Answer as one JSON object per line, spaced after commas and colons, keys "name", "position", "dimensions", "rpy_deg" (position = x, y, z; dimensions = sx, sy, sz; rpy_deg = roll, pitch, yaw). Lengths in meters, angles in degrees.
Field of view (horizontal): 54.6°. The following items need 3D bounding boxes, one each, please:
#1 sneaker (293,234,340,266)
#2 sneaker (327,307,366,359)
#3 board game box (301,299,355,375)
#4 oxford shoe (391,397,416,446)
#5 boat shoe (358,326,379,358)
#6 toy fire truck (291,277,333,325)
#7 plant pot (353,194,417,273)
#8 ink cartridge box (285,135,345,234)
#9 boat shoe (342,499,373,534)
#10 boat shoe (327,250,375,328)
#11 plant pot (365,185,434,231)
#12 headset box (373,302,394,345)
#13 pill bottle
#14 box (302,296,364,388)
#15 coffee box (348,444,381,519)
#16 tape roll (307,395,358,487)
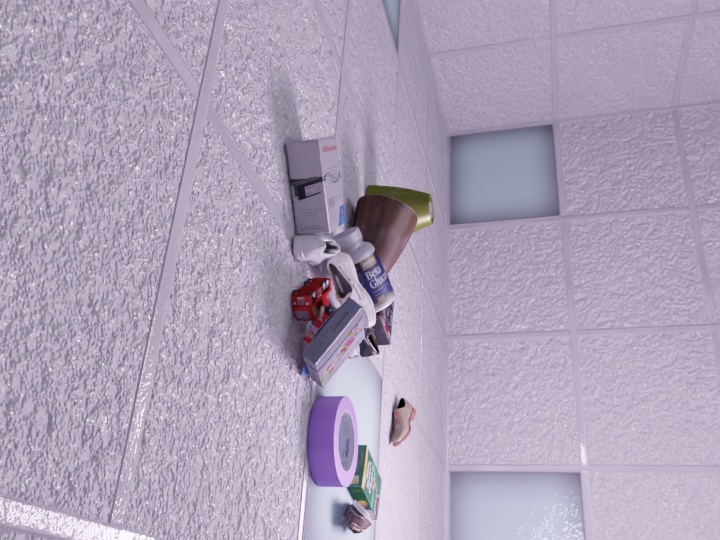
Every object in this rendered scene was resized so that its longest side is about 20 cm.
{"name": "sneaker", "position": [-0.082, -0.050, 1.591], "dimensions": [0.200, 0.087, 0.077], "rpy_deg": [-14, 99, -76]}
{"name": "sneaker", "position": [-0.022, 0.166, 1.775], "dimensions": [0.201, 0.084, 0.078], "rpy_deg": [67, 24, -53]}
{"name": "board game box", "position": [-0.082, 0.134, 1.521], "dimensions": [0.158, 0.039, 0.202], "rpy_deg": [-41, 160, -42]}
{"name": "oxford shoe", "position": [0.130, 0.510, 2.350], "dimensions": [0.075, 0.070, 0.201], "rpy_deg": [53, 26, -14]}
{"name": "boat shoe", "position": [0.008, 0.150, 1.934], "dimensions": [0.072, 0.066, 0.203], "rpy_deg": [-64, 146, -59]}
{"name": "toy fire truck", "position": [-0.097, 0.092, 1.575], "dimensions": [0.200, 0.048, 0.144], "rpy_deg": [-44, 132, -68]}
{"name": "plant pot", "position": [0.049, -0.080, 1.984], "dimensions": [0.187, 0.184, 0.203], "rpy_deg": [59, 46, -60]}
{"name": "ink cartridge box", "position": [-0.098, -0.194, 1.574], "dimensions": [0.145, 0.083, 0.204], "rpy_deg": [-44, 129, -72]}
{"name": "boat shoe", "position": [-0.010, 0.627, 1.756], "dimensions": [0.060, 0.072, 0.201], "rpy_deg": [-44, 161, -15]}
{"name": "boat shoe", "position": [-0.029, 0.057, 1.652], "dimensions": [0.069, 0.070, 0.202], "rpy_deg": [-43, 111, -51]}
{"name": "plant pot", "position": [0.130, -0.186, 2.223], "dimensions": [0.187, 0.196, 0.191], "rpy_deg": [-4, 90, -75]}
{"name": "headset box", "position": [0.047, 0.114, 2.068], "dimensions": [0.150, 0.076, 0.203], "rpy_deg": [67, 24, -49]}
{"name": "pill bottle", "position": [0.000, 0.000, 1.725], "dimensions": [0.202, 0.110, 0.111], "rpy_deg": [64, 21, -13]}
{"name": "box", "position": [-0.054, 0.160, 1.505], "dimensions": [0.156, 0.041, 0.201], "rpy_deg": [-50, 165, -17]}
{"name": "coffee box", "position": [0.014, 0.575, 1.887], "dimensions": [0.124, 0.043, 0.202], "rpy_deg": [-79, 160, -43]}
{"name": "tape roll", "position": [-0.061, 0.393, 1.610], "dimensions": [0.200, 0.064, 0.204], "rpy_deg": [-3, 90, -75]}
